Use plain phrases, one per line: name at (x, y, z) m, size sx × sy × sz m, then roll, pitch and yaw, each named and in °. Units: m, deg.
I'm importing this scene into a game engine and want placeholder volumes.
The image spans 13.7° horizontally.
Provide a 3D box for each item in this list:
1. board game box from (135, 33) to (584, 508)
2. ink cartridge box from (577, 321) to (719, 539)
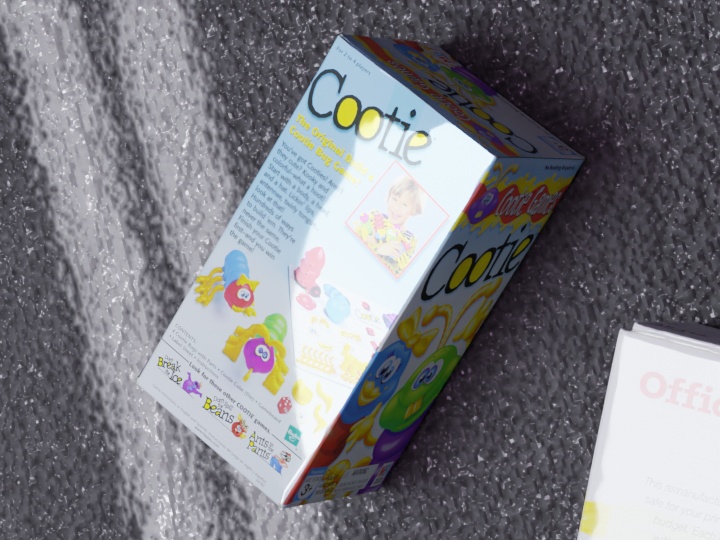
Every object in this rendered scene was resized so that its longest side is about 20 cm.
board game box at (0.000, 0.000, 1.440) m, size 0.105 × 0.103 × 0.201 m, roll 39°, pitch 109°, yaw 22°
ink cartridge box at (0.177, 0.135, 1.359) m, size 0.145 × 0.083 × 0.201 m, roll 15°, pitch 98°, yaw 27°
